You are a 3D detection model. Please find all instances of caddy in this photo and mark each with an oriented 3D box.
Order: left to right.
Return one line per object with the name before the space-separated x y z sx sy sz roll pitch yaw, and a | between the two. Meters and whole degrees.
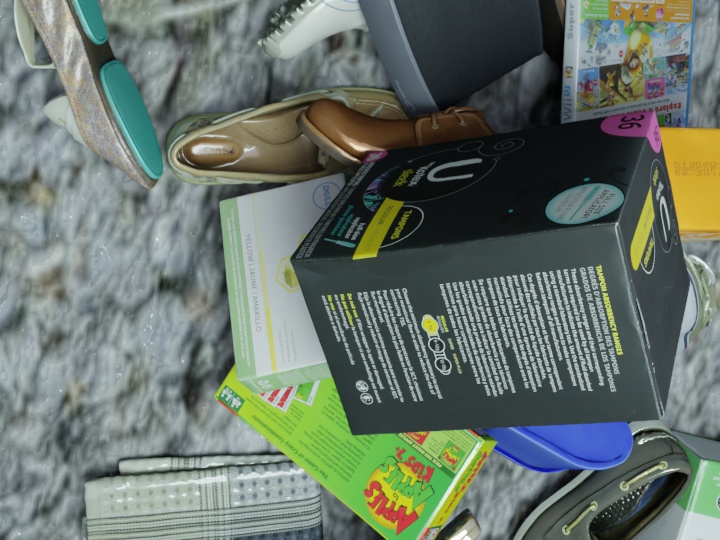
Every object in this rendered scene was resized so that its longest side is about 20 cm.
caddy | 0.139 0.078 0.910 0.198 0.105 0.143 31 75 -18

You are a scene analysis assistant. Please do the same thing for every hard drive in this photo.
hard drive | 0.062 -0.217 0.813 0.134 0.042 0.202 -30 126 -11

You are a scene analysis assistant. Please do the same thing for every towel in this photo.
towel | -0.128 0.247 0.940 0.196 0.035 0.196 -3 104 -11

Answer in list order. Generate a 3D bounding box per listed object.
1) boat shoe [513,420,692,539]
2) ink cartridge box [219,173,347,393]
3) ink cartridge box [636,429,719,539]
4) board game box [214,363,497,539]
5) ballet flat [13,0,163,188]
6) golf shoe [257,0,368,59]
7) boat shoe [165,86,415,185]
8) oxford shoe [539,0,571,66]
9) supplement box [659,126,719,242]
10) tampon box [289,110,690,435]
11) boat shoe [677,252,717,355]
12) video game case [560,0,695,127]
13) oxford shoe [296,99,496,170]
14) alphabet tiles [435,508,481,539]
boat shoe | 0.195 0.214 0.950 0.072 0.061 0.202 31 106 -28
ink cartridge box | 0.000 0.000 0.847 0.196 0.048 0.148 -12 67 9
ink cartridge box | 0.311 0.258 0.979 0.143 0.084 0.203 14 98 -11
board game box | -0.006 0.113 0.869 0.199 0.048 0.102 35 95 21
ballet flat | -0.209 -0.149 0.840 0.066 0.068 0.203 -18 98 15
golf shoe | 0.020 -0.203 0.856 0.199 0.078 0.098 -35 110 0
boat shoe | -0.049 -0.096 0.868 0.196 0.063 0.075 -12 101 -7
oxford shoe | 0.146 -0.259 0.868 0.070 0.071 0.203 -20 104 -14
supplement box | 0.212 -0.058 0.844 0.124 0.200 0.075 0 90 -8
tampon box | 0.086 0.001 0.695 0.197 0.150 0.128 -7 118 26
boat shoe | 0.243 0.015 0.882 0.062 0.200 0.072 -38 69 0
video game case | 0.211 -0.203 0.880 0.141 0.018 0.204 -8 103 -38
oxford shoe | 0.052 -0.090 0.817 0.197 0.072 0.072 18 114 -14
alphabet tiles | 0.015 0.258 0.877 0.199 0.196 0.015 -41 83 -3
